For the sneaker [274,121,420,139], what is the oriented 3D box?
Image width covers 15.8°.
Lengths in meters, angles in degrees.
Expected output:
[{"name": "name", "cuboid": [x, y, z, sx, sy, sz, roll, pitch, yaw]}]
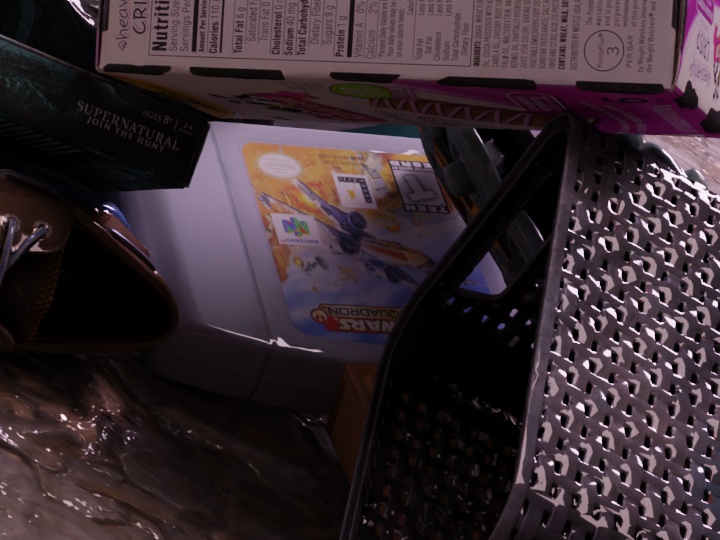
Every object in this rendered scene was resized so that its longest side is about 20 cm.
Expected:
[{"name": "sneaker", "cuboid": [-0.035, -0.040, 1.185, 0.198, 0.121, 0.084, -6, 34, 8]}]

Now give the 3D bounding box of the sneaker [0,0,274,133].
[{"name": "sneaker", "cuboid": [-0.126, -0.114, 1.088, 0.199, 0.076, 0.091, 31, 30, -22]}]

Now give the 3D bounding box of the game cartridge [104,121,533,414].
[{"name": "game cartridge", "cuboid": [0.000, 0.000, 1.057, 0.198, 0.042, 0.134, 3, 43, -25]}]

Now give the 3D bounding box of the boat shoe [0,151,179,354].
[{"name": "boat shoe", "cuboid": [-0.134, -0.011, 0.905, 0.072, 0.073, 0.199, 32, 13, 34]}]

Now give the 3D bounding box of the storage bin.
[{"name": "storage bin", "cuboid": [0.064, 0.065, 0.832, 0.093, 0.135, 0.201, 27, 41, -13]}]

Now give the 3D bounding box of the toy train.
[{"name": "toy train", "cuboid": [0.076, -0.031, 1.009, 0.201, 0.085, 0.114, 59, -6, 37]}]

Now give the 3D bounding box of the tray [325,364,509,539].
[{"name": "tray", "cuboid": [0.096, 0.079, 0.999, 0.198, 0.037, 0.099, 1, 35, -22]}]

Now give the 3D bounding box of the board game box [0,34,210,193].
[{"name": "board game box", "cuboid": [-0.148, -0.064, 0.982, 0.134, 0.028, 0.200, 22, -7, -20]}]

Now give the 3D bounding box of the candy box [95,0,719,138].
[{"name": "candy box", "cuboid": [0.024, -0.085, 0.898, 0.198, 0.062, 0.136, 4, -3, 16]}]
